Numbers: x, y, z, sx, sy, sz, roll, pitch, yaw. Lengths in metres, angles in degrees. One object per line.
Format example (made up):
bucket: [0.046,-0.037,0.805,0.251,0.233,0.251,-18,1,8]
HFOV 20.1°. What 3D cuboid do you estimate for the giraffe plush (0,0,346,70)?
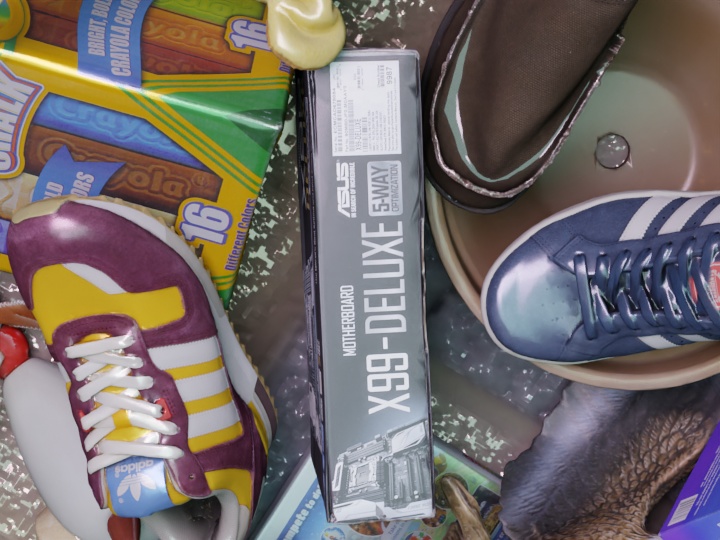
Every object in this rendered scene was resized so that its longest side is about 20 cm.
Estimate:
giraffe plush: [-0.068,-0.168,0.808,0.161,0.200,0.173,12,123,-18]

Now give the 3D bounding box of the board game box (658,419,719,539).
board game box: [0.232,0.100,0.959,0.135,0.200,0.045,48,137,-11]

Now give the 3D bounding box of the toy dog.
toy dog: [-0.153,0.075,0.970,0.199,0.096,0.132,28,98,-8]

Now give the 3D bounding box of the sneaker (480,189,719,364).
sneaker: [0.149,0.002,0.883,0.199,0.085,0.075,-13,102,6]

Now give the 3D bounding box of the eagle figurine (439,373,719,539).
eagle figurine: [0.134,0.130,0.987,0.151,0.200,0.152,31,135,30]

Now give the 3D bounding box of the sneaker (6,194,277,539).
sneaker: [-0.093,0.053,0.876,0.075,0.090,0.200,-10,137,23]

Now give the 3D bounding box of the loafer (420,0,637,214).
loafer: [0.082,-0.118,0.870,0.073,0.071,0.201,23,97,-6]

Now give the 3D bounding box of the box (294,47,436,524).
box: [0.000,0.000,0.925,0.049,0.158,0.201,-3,96,-4]

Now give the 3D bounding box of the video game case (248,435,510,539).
video game case: [0.040,0.169,1.041,0.199,0.018,0.144,32,98,-9]

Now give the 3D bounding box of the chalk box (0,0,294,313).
chalk box: [-0.136,-0.080,0.907,0.199,0.125,0.124,15,130,-8]

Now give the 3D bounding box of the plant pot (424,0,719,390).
plant pot: [0.125,-0.051,0.965,0.199,0.093,0.202,0,99,-3]
